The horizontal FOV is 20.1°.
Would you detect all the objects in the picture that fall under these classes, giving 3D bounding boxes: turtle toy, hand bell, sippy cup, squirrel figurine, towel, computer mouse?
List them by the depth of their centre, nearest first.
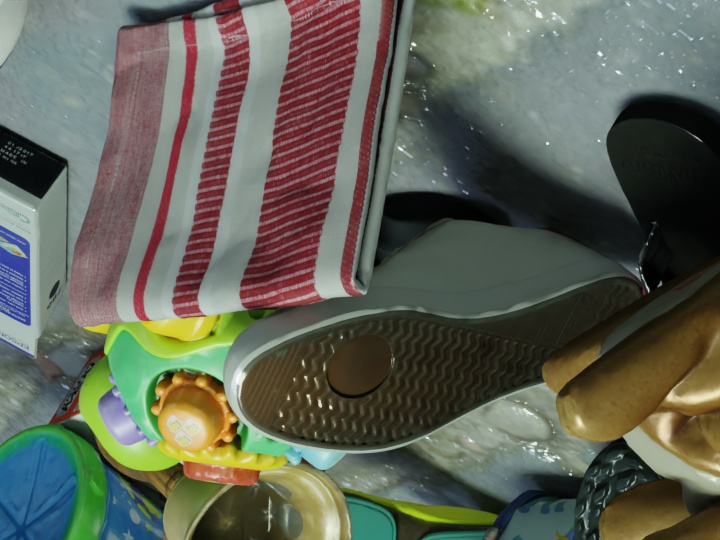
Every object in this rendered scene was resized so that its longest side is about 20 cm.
[{"bbox_3d":[0.188,0.075,0.774,0.187,0.200,0.142,58,177,0],"label":"squirrel figurine"},{"bbox_3d":[-0.056,-0.051,0.867,0.023,0.144,0.200,19,164,-37],"label":"towel"},{"bbox_3d":[-0.074,0.053,1.001,0.146,0.101,0.200,11,173,-31],"label":"turtle toy"},{"bbox_3d":[0.000,0.000,1.015,0.059,0.034,0.200,43,151,-25],"label":"computer mouse"},{"bbox_3d":[-0.102,0.118,1.122,0.200,0.104,0.104,28,161,52],"label":"hand bell"},{"bbox_3d":[-0.173,0.183,1.274,0.140,0.178,0.130,-29,135,29],"label":"sippy cup"}]

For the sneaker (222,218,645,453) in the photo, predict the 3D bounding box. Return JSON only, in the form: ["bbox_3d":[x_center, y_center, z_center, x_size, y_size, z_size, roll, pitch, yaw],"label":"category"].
[{"bbox_3d":[0.020,0.023,0.880,0.085,0.200,0.073,43,134,47],"label":"sneaker"}]

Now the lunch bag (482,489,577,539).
[{"bbox_3d":[0.127,0.233,1.146,0.082,0.161,0.200,0,141,45],"label":"lunch bag"}]

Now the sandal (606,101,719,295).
[{"bbox_3d":[0.150,0.010,0.869,0.075,0.045,0.200,6,144,38],"label":"sandal"}]

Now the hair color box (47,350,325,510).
[{"bbox_3d":[-0.100,0.088,1.233,0.111,0.064,0.200,38,151,-17],"label":"hair color box"}]

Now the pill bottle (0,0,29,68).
[{"bbox_3d":[-0.218,-0.122,0.929,0.120,0.120,0.200,35,153,-10],"label":"pill bottle"}]

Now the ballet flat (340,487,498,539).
[{"bbox_3d":[0.014,0.162,1.190,0.200,0.067,0.067,10,-179,-25],"label":"ballet flat"}]

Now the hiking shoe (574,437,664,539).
[{"bbox_3d":[0.174,0.169,1.089,0.074,0.087,0.200,1,118,44],"label":"hiking shoe"}]

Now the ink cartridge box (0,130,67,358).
[{"bbox_3d":[-0.223,-0.024,1.192,0.099,0.039,0.200,28,152,4],"label":"ink cartridge box"}]
